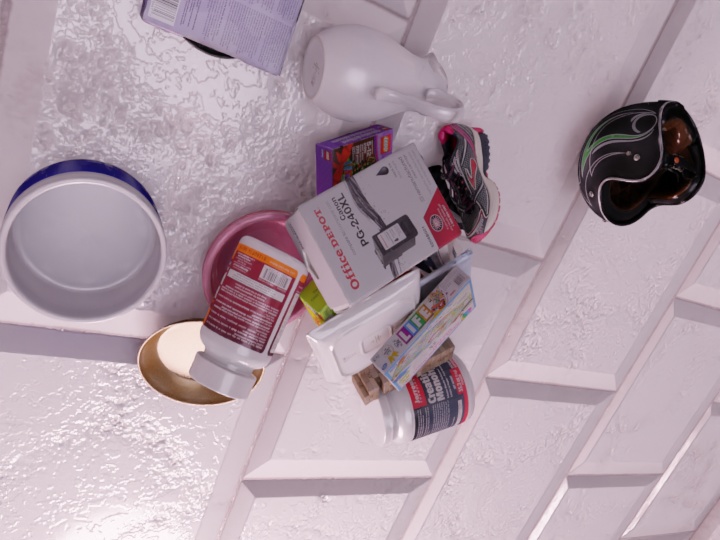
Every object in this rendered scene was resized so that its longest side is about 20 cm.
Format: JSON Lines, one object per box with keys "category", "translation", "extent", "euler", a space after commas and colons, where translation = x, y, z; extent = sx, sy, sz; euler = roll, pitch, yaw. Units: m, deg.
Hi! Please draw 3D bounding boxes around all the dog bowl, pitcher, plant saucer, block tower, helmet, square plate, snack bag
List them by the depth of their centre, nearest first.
{"category": "dog bowl", "translation": [-0.359, -0.037, 0.762], "extent": [0.195, 0.079, 0.205], "euler": [-12, 121, -20]}
{"category": "pitcher", "translation": [0.033, -0.251, 0.781], "extent": [0.195, 0.173, 0.124], "euler": [0, 124, -27]}
{"category": "plant saucer", "translation": [-0.151, -0.003, 0.905], "extent": [0.195, 0.051, 0.206], "euler": [-12, 122, -20]}
{"category": "plant saucer", "translation": [-0.248, 0.139, 0.916], "extent": [0.194, 0.036, 0.204], "euler": [-4, 131, -4]}
{"category": "square plate", "translation": [0.020, 0.100, 0.918], "extent": [0.195, 0.029, 0.202], "euler": [-30, 150, -10]}
{"category": "snack bag", "translation": [0.112, 0.058, 1.000], "extent": [0.185, 0.022, 0.202], "euler": [-29, 149, -8]}
{"category": "helmet", "translation": [0.485, -0.189, 1.034], "extent": [0.195, 0.189, 0.207], "euler": [8, 75, -31]}
{"category": "block tower", "translation": [0.081, 0.166, 1.046], "extent": [0.196, 0.058, 0.055], "euler": [-27, 150, -14]}

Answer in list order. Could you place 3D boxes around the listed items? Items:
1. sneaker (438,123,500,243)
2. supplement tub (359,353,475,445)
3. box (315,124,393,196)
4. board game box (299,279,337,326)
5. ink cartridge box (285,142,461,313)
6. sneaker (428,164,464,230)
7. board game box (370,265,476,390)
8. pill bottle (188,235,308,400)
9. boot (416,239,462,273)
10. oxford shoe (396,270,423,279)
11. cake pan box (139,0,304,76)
{"category": "sneaker", "translation": [0.165, -0.138, 0.922], "extent": [0.073, 0.206, 0.081], "euler": [6, 154, -27]}
{"category": "supplement tub", "translation": [0.110, 0.248, 1.122], "extent": [0.195, 0.141, 0.144], "euler": [-12, 122, -20]}
{"category": "box", "translation": [-0.008, -0.108, 0.892], "extent": [0.135, 0.039, 0.205], "euler": [-29, 131, -41]}
{"category": "board game box", "translation": [0.000, 0.000, 0.887], "extent": [0.200, 0.047, 0.102], "euler": [-47, 153, -14]}
{"category": "ink cartridge box", "translation": [0.017, -0.057, 0.792], "extent": [0.197, 0.083, 0.148], "euler": [-32, 93, -20]}
{"category": "sneaker", "translation": [0.130, -0.130, 0.961], "extent": [0.198, 0.071, 0.085], "euler": [26, 82, -46]}
{"category": "board game box", "translation": [0.108, 0.099, 0.945], "extent": [0.200, 0.034, 0.135], "euler": [-47, 154, -6]}
{"category": "pill bottle", "translation": [-0.157, 0.065, 0.807], "extent": [0.108, 0.109, 0.204], "euler": [28, 84, -35]}
{"category": "boot", "translation": [0.130, -0.023, 1.034], "extent": [0.088, 0.075, 0.201], "euler": [1, 151, 20]}
{"category": "oxford shoe", "translation": [0.038, 0.076, 1.045], "extent": [0.198, 0.072, 0.073], "euler": [-36, 147, 2]}
{"category": "cake pan box", "translation": [-0.154, -0.361, 0.701], "extent": [0.180, 0.052, 0.204], "euler": [11, 111, -29]}
